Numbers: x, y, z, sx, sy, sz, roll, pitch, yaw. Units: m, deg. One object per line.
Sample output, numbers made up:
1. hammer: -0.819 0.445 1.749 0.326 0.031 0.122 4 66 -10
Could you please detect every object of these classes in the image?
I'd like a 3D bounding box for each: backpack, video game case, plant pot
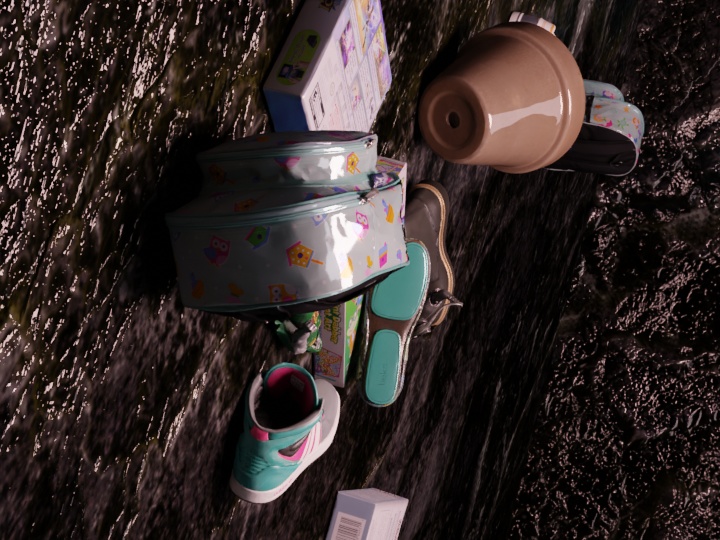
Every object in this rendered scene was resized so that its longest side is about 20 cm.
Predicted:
1. backpack: 0.436 -0.265 2.585 0.178 0.198 0.151 75 33 -58
2. backpack: -0.064 -0.037 1.129 0.200 0.174 0.155 -41 125 -62
3. video game case: -0.028 -0.184 1.348 0.200 0.045 0.182 77 32 -59
4. plant pot: 0.169 -0.215 1.787 0.174 0.199 0.202 -23 128 -48

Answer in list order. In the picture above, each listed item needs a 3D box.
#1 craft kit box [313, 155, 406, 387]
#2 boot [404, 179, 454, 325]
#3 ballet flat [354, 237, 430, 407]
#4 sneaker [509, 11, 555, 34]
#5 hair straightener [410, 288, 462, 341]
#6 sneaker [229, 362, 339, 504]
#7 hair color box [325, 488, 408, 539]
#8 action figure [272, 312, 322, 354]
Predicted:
1. craft kit box: 0.000 0.000 1.613 0.200 0.048 0.199 -58 154 -47
2. boot: 0.063 -0.003 1.791 0.138 0.077 0.202 -42 130 -56
3. ballet flat: 0.032 0.059 1.607 0.074 0.074 0.202 15 91 -74
4. sneaker: 0.276 -0.331 2.206 0.200 0.079 0.079 79 29 -60
5. hair straightener: 0.056 0.080 1.672 0.200 0.041 0.077 -30 -148 47
6. sneaker: -0.070 0.142 1.436 0.200 0.083 0.121 -50 160 -54
7. hair color box: 0.007 0.364 1.920 0.200 0.060 0.100 28 78 -73
8. action figure: -0.061 0.031 1.419 0.201 0.054 0.119 85 22 -59
